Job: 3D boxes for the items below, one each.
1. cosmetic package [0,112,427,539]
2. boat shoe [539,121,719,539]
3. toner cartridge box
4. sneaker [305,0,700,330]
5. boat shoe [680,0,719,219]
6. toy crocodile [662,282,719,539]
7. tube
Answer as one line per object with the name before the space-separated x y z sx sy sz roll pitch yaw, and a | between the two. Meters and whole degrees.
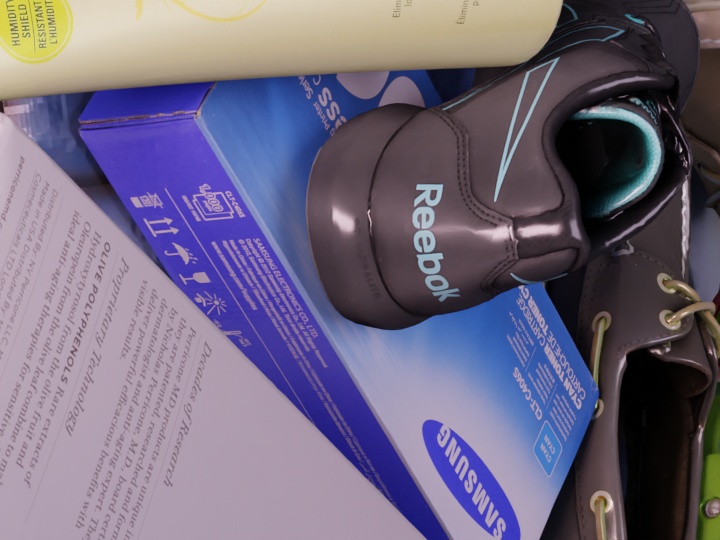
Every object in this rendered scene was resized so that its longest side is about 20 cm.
cosmetic package | -0.076 0.057 0.672 0.200 0.108 0.085 48 48 -45
boat shoe | 0.087 0.036 0.959 0.072 0.060 0.202 38 57 -49
toner cartridge box | 0.000 0.000 0.847 0.200 0.043 0.095 59 43 -34
sneaker | 0.063 -0.034 0.838 0.200 0.079 0.075 -41 119 -53
boat shoe | 0.152 -0.047 1.060 0.200 0.072 0.065 34 58 -57
toy crocodile | 0.134 0.051 1.005 0.068 0.062 0.200 36 66 -48
tube | -0.041 -0.075 0.740 0.200 0.058 0.052 -3 121 -33
